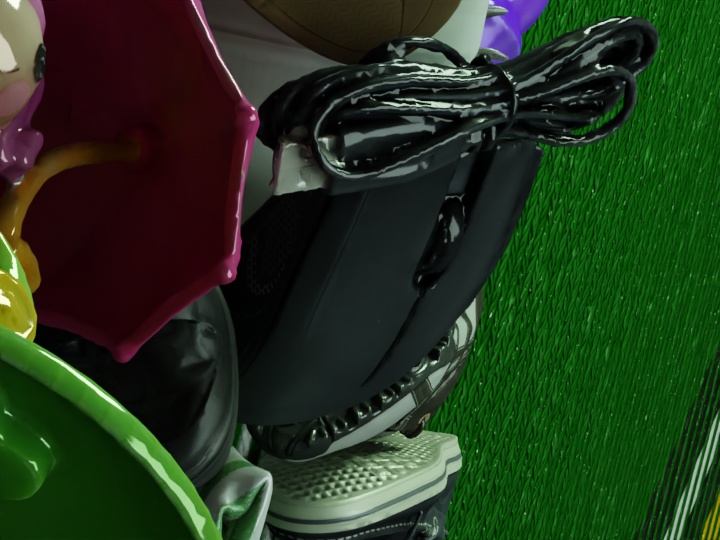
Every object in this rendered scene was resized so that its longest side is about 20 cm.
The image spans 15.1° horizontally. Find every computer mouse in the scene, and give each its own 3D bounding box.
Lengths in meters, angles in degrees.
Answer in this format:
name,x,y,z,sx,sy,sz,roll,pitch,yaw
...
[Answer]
name,x,y,z,sx,sy,sz,roll,pitch,yaw
computer mouse,0.000,0.000,0.815,0.138,0.053,0.200,-14,160,-35

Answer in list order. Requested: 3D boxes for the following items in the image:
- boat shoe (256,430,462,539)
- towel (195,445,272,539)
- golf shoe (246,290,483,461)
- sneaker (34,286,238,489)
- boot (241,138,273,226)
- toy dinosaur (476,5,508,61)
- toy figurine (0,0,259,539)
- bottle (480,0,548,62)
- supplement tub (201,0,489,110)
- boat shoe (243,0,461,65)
name,x,y,z,sx,sy,sz,roll,pitch,yaw
boat shoe,0.002,0.104,1.176,0.200,0.074,0.063,-3,101,-77
towel,-0.076,0.111,0.846,0.200,0.023,0.153,-158,-98,-73
golf shoe,0.008,0.043,1.139,0.200,0.077,0.095,-46,147,-55
sneaker,-0.080,-0.041,0.730,0.104,0.060,0.201,67,10,-78
boot,-0.042,-0.009,0.910,0.199,0.073,0.091,-7,141,-42
toy dinosaur,-0.014,-0.060,0.978,0.181,0.105,0.201,38,78,-52
toy figurine,-0.093,-0.014,0.583,0.200,0.150,0.184,55,30,-29
bottle,0.053,-0.142,1.140,0.084,0.065,0.201,70,39,-60
supplement tub,-0.011,-0.152,0.828,0.132,0.131,0.201,-19,123,-69
boat shoe,-0.040,-0.138,0.727,0.071,0.065,0.200,-38,123,3
